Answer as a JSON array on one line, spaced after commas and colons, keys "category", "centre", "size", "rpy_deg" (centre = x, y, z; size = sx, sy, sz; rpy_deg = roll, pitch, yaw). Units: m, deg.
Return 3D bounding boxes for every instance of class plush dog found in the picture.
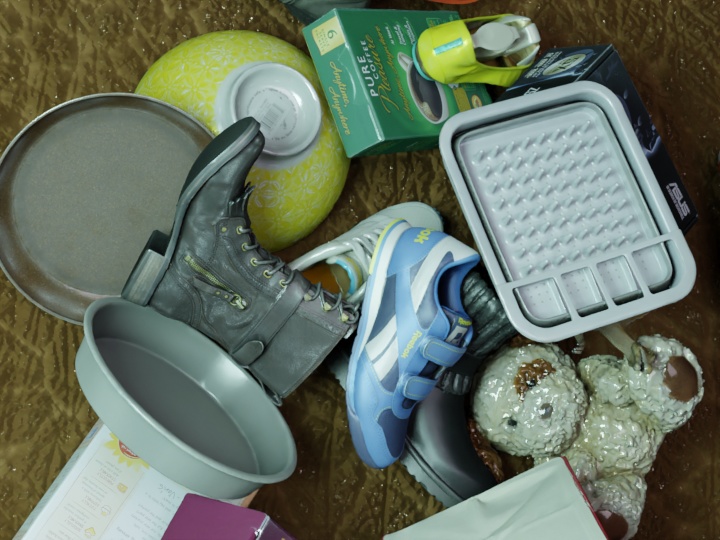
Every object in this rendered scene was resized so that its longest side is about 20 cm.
[{"category": "plush dog", "centre": [0.181, 0.124, 1.259], "size": [0.172, 0.160, 0.200], "rpy_deg": [25, 94, -1]}]

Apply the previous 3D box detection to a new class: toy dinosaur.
[{"category": "toy dinosaur", "centre": [0.197, 0.005, 1.209], "size": [0.101, 0.058, 0.200], "rpy_deg": [3, 60, -10]}]

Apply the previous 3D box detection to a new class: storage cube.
[{"category": "storage cube", "centre": [0.132, 0.282, 1.112], "size": [0.171, 0.200, 0.180], "rpy_deg": [-25, 108, 3]}]

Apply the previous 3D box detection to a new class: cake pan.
[{"category": "cake pan", "centre": [-0.137, 0.100, 1.096], "size": [0.200, 0.200, 0.037], "rpy_deg": [38, 105, -11]}]

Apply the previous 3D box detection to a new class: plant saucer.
[{"category": "plant saucer", "centre": [-0.195, -0.049, 1.143], "size": [0.200, 0.032, 0.201], "rpy_deg": [-4, 114, -10]}]

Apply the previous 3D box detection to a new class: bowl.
[{"category": "bowl", "centre": [-0.088, -0.120, 1.209], "size": [0.200, 0.108, 0.201], "rpy_deg": [5, 77, -21]}]

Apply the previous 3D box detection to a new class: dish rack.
[{"category": "dish rack", "centre": [0.161, -0.045, 1.157], "size": [0.171, 0.044, 0.200], "rpy_deg": [-17, 76, -19]}]

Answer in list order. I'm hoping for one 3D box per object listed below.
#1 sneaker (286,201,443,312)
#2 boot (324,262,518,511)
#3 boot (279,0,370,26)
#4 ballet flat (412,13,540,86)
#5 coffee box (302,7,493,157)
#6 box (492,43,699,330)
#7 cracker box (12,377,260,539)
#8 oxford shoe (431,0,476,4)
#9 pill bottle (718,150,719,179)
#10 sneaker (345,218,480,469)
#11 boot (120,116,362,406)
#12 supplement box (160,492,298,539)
[{"category": "sneaker", "centre": [0.000, 0.000, 1.234], "size": [0.200, 0.081, 0.077], "rpy_deg": [-33, 90, -26]}, {"category": "boot", "centre": [0.085, 0.094, 1.200], "size": [0.158, 0.079, 0.211], "rpy_deg": [-40, 86, 7]}, {"category": "boot", "centre": [-0.070, -0.279, 1.228], "size": [0.200, 0.131, 0.068], "rpy_deg": [24, 72, -3]}, {"category": "ballet flat", "centre": [0.123, -0.202, 1.290], "size": [0.200, 0.067, 0.067], "rpy_deg": [-17, 84, -55]}, {"category": "coffee box", "centre": [0.040, -0.167, 1.260], "size": [0.200, 0.044, 0.123], "rpy_deg": [-15, 83, -54]}, {"category": "box", "centre": [0.194, -0.074, 1.294], "size": [0.164, 0.086, 0.200], "rpy_deg": [-45, 118, -25]}, {"category": "cracker box", "centre": [-0.184, 0.204, 1.124], "size": [0.134, 0.058, 0.200], "rpy_deg": [39, 66, -10]}, {"category": "oxford shoe", "centre": [0.023, -0.296, 1.329], "size": [0.200, 0.071, 0.073], "rpy_deg": [10, 41, -13]}, {"category": "pill bottle", "centre": [0.412, -0.033, 1.395], "size": [0.112, 0.112, 0.200], "rpy_deg": [3, 77, -22]}, {"category": "sneaker", "centre": [0.042, 0.062, 1.135], "size": [0.082, 0.074, 0.200], "rpy_deg": [10, 91, 20]}, {"category": "boot", "centre": [-0.074, -0.005, 1.122], "size": [0.174, 0.200, 0.069], "rpy_deg": [30, 25, -11]}, {"category": "supplement box", "centre": [-0.072, 0.279, 1.091], "size": [0.200, 0.103, 0.131], "rpy_deg": [47, 63, -35]}]
